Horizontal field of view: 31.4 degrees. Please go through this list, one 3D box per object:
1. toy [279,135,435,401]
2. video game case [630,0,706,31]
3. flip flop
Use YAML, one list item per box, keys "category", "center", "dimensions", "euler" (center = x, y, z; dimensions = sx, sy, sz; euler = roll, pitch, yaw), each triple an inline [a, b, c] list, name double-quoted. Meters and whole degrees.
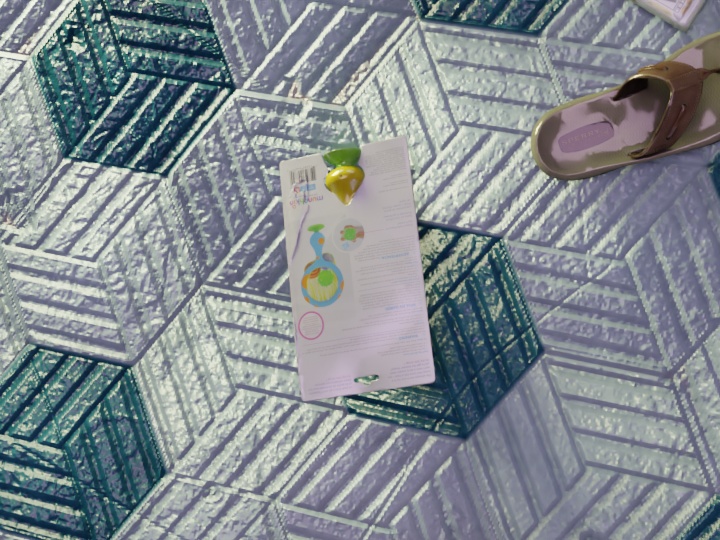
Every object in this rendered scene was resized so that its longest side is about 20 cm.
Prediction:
- category: "toy"
  center: [0.000, 0.000, 1.060]
  dimensions: [0.113, 0.047, 0.204]
  euler: [-10, 81, 16]
- category: "video game case"
  center: [0.238, -0.324, 1.030]
  dimensions: [0.181, 0.023, 0.202]
  euler: [34, 95, 13]
- category: "flip flop"
  center: [0.227, -0.128, 1.004]
  dimensions: [0.197, 0.058, 0.082]
  euler: [-19, 83, 12]
